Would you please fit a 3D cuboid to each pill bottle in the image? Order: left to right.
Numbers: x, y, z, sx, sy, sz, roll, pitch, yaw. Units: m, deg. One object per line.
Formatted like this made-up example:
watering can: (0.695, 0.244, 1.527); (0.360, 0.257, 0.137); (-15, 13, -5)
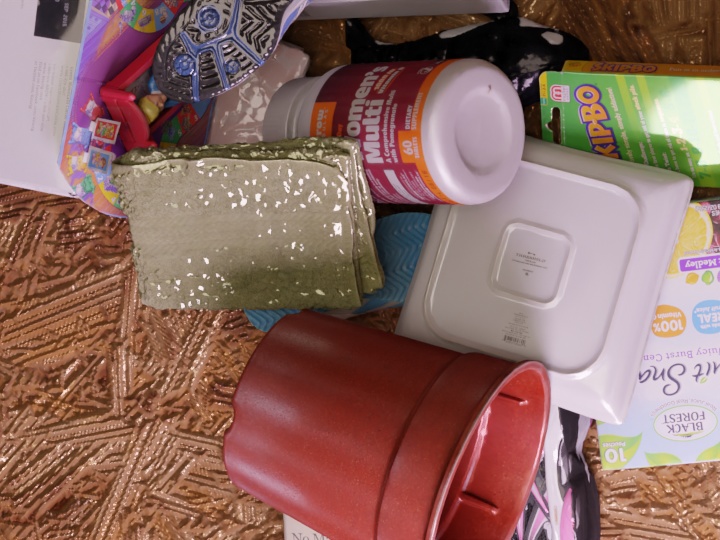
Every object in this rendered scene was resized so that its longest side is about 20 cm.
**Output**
pill bottle: (0.022, -0.107, 1.529); (0.199, 0.109, 0.111); (3, 97, 45)

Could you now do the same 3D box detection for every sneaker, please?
sneaker: (-0.078, -0.203, 1.513); (0.200, 0.077, 0.076); (-43, 90, 5)
sneaker: (0.000, 0.000, 1.602); (0.198, 0.081, 0.077); (-12, 90, -2)
sneaker: (0.136, 0.135, 1.573); (0.086, 0.080, 0.202); (-2, 90, 27)

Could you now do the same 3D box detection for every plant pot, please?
plant pot: (0.014, 0.129, 1.485); (0.194, 0.200, 0.202); (21, 101, 23)

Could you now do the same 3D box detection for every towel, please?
towel: (-0.155, -0.126, 1.655); (0.199, 0.032, 0.192); (23, 101, 13)
towel: (-0.086, -0.034, 1.514); (0.198, 0.037, 0.149); (-3, 121, 9)

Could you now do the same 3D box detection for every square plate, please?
square plate: (0.136, -0.003, 1.524); (0.199, 0.028, 0.200); (16, 87, 20)

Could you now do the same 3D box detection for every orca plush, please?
orca plush: (0.078, -0.171, 1.559); (0.199, 0.071, 0.106); (18, 100, 14)

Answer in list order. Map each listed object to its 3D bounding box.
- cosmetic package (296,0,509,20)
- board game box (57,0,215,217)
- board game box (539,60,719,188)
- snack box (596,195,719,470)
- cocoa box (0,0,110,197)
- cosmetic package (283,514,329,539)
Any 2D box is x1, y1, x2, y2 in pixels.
cosmetic package: (0.020, -0.281, 1.562); (0.198, 0.052, 0.152); (0, 80, 16)
board game box: (-0.157, -0.137, 1.551); (0.039, 0.157, 0.202); (16, 95, 39)
board game box: (0.239, -0.112, 1.523); (0.198, 0.030, 0.096); (3, 122, 14)
snack box: (0.249, 0.048, 1.540); (0.141, 0.053, 0.202); (-7, 92, 18)
cocoa box: (-0.252, -0.172, 1.592); (0.132, 0.131, 0.202); (10, 98, 13)
cosmetic package: (-0.006, 0.225, 1.625); (0.104, 0.071, 0.202); (-3, 95, 16)
